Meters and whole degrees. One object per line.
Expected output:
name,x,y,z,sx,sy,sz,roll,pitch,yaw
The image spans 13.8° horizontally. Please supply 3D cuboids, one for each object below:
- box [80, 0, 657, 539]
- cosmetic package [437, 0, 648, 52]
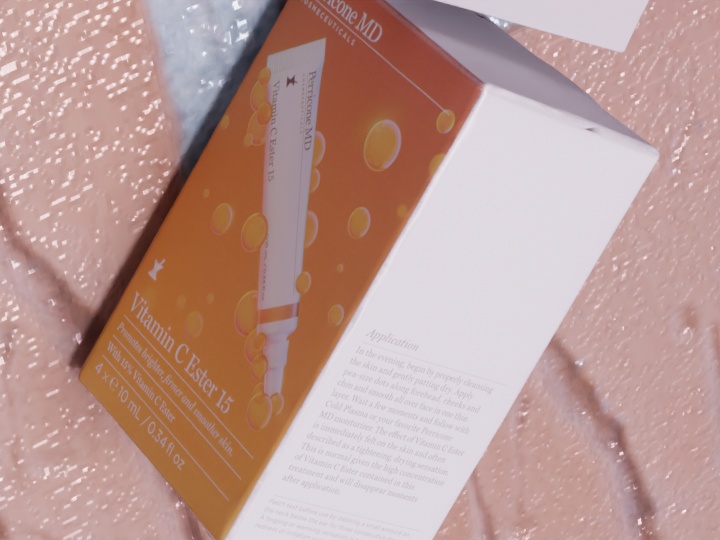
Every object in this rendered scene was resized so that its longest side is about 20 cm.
box,0.000,0.000,1.141,0.097,0.124,0.200,18,107,-41
cosmetic package,0.015,-0.138,1.099,0.200,0.083,0.051,11,110,-40
